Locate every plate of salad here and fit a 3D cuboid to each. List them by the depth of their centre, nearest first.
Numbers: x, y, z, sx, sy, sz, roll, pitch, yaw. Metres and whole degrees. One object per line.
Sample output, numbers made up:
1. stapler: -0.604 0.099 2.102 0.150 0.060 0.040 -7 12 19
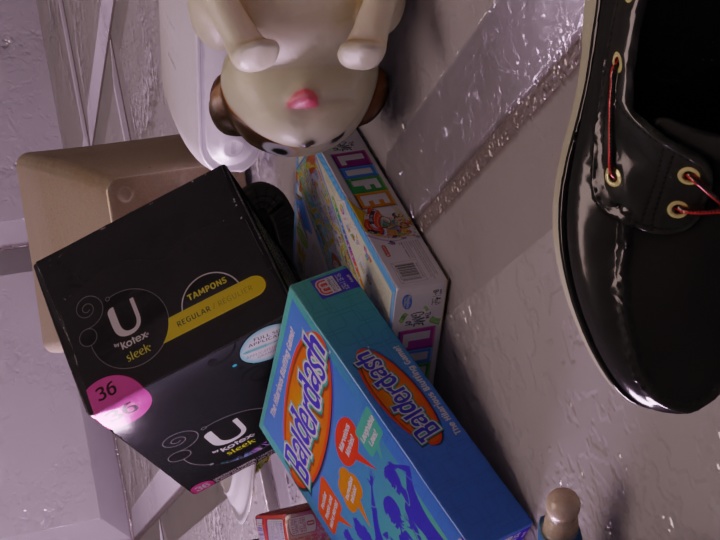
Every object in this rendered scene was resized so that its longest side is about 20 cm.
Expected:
1. plate of salad: -0.110 0.147 1.303 0.200 0.048 0.201 -179 90 -76

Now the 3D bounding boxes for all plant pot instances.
1. plant pot: -0.198 -0.027 1.281 0.177 0.199 0.201 6 104 61

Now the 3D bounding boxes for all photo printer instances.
1. photo printer: -0.131 -0.195 1.153 0.167 0.069 0.201 -120 27 -50

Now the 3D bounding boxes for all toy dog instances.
1. toy dog: -0.047 -0.164 0.789 0.194 0.139 0.201 -132 35 -61

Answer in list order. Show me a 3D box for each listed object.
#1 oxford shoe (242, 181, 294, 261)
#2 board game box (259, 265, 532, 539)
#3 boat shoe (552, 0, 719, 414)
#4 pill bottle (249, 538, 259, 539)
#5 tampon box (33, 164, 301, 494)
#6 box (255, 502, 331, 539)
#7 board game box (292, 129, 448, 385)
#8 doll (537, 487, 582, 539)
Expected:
1. oxford shoe: -0.089 0.012 1.122 0.084 0.072 0.201 -124 30 -57
2. board game box: 0.012 0.120 0.810 0.200 0.045 0.152 54 148 30
3. boat shoe: 0.110 -0.042 0.446 0.063 0.073 0.202 -125 34 -71
4. pill bottle: -0.099 0.273 1.068 0.106 0.199 0.107 171 90 -73
5. tampon box: -0.108 0.049 0.942 0.126 0.150 0.200 63 -179 26
6. box: -0.002 0.258 0.926 0.103 0.094 0.201 145 115 -71
7. board game box: 0.000 0.000 0.891 0.200 0.034 0.135 -118 25 -46
8. doll: 0.110 0.163 0.593 0.200 0.048 0.137 123 126 -74
